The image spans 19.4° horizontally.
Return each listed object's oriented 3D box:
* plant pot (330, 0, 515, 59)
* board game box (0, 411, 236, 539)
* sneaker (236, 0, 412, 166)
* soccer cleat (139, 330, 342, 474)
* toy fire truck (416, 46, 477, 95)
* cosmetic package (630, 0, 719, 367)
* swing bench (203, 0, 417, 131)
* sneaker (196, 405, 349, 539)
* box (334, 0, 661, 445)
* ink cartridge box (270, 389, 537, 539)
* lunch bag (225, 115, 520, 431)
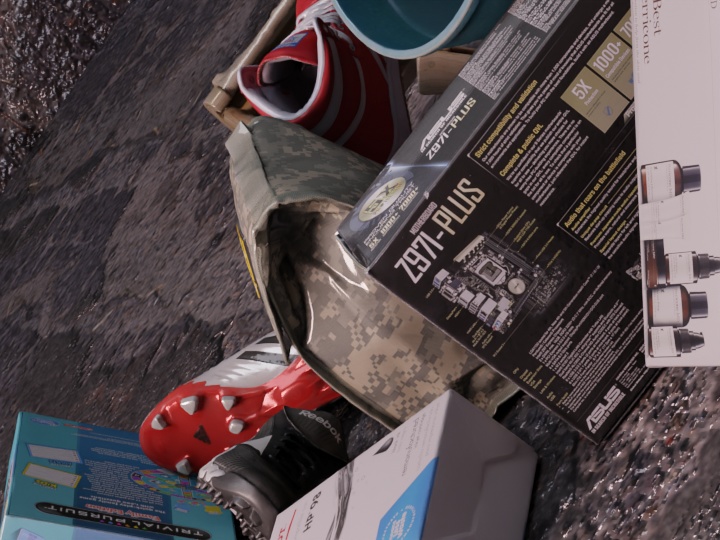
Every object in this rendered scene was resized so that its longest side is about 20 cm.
[{"bbox_3d":[0.095,-0.226,1.190,0.200,0.188,0.200,22,116,56],"label":"plant pot"},{"bbox_3d":[-0.164,0.161,1.417,0.200,0.151,0.047,-111,34,-74],"label":"board game box"},{"bbox_3d":[-0.030,-0.148,1.376,0.071,0.112,0.200,-34,46,22],"label":"sneaker"},{"bbox_3d":[-0.059,0.077,1.437,0.200,0.069,0.085,-30,12,16],"label":"soccer cleat"},{"bbox_3d":[0.086,-0.121,1.347,0.200,0.141,0.049,-48,17,16],"label":"toy fire truck"},{"bbox_3d":[0.170,-0.055,0.994,0.083,0.051,0.200,-7,85,63],"label":"cosmetic package"},{"bbox_3d":[0.003,-0.161,1.523,0.200,0.130,0.199,31,86,40],"label":"swing bench"},{"bbox_3d":[-0.049,0.121,1.316,0.091,0.066,0.200,-46,-3,-4],"label":"sneaker"},{"bbox_3d":[0.114,-0.041,1.096,0.200,0.164,0.086,-53,18,5],"label":"box"},{"bbox_3d":[0.002,0.167,1.153,0.200,0.067,0.116,-40,23,37],"label":"ink cartridge box"},{"bbox_3d":[0.000,0.000,1.249,0.118,0.200,0.164,-49,19,12],"label":"lunch bag"}]
